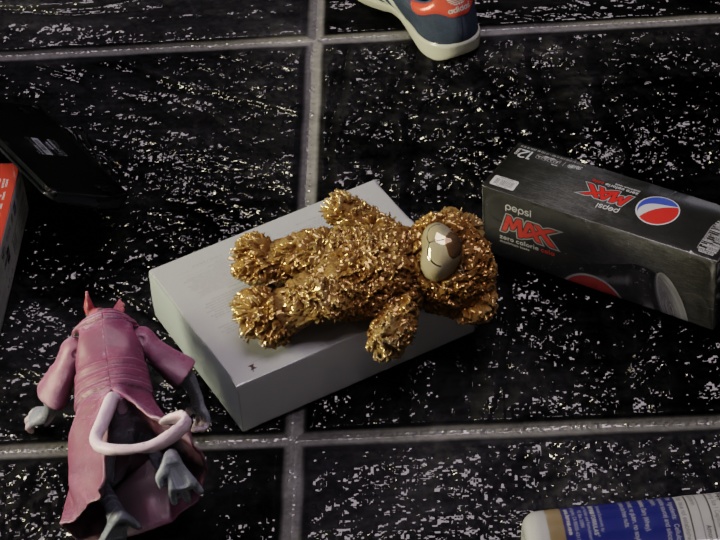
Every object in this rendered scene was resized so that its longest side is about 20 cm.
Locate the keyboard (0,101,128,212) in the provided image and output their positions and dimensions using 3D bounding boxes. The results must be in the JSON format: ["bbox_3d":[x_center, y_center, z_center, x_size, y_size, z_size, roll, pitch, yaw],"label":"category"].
[{"bbox_3d":[-0.250,-0.083,1.906,0.103,0.040,0.200,4,24,-33],"label":"keyboard"}]

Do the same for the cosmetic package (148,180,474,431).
[{"bbox_3d":[-0.037,0.023,1.759,0.199,0.052,0.151,-22,42,-19],"label":"cosmetic package"}]

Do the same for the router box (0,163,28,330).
[{"bbox_3d":[-0.361,-0.001,1.825,0.178,0.049,0.201,-2,40,4],"label":"router box"}]

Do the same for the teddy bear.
[{"bbox_3d":[0.000,0.000,1.695,0.198,0.067,0.146,6,45,12],"label":"teddy bear"}]

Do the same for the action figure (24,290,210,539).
[{"bbox_3d":[-0.178,0.088,1.634,0.133,0.149,0.201,-14,54,-2],"label":"action figure"}]

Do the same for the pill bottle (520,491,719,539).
[{"bbox_3d":[0.204,0.199,1.473,0.198,0.116,0.116,-5,40,0],"label":"pill bottle"}]

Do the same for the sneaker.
[{"bbox_3d":[0.041,-0.267,2.069,0.075,0.085,0.200,-26,44,-23],"label":"sneaker"}]

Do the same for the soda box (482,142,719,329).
[{"bbox_3d":[0.191,-0.027,1.777,0.199,0.071,0.063,20,45,26],"label":"soda box"}]
